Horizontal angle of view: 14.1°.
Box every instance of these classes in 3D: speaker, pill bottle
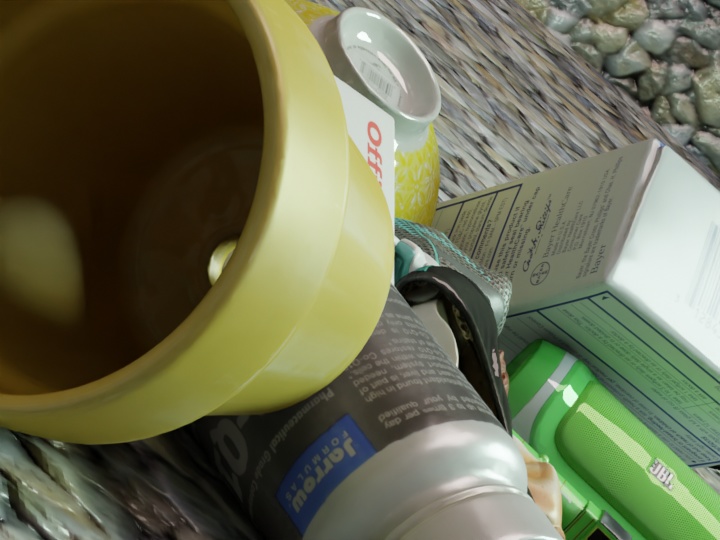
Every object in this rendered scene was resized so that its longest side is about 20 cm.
[{"bbox_3d":[0.150,0.132,1.652,0.200,0.088,0.088,43,12,-2],"label":"speaker"},{"bbox_3d":[0.002,0.082,1.264,0.114,0.114,0.200,28,19,-51],"label":"pill bottle"}]

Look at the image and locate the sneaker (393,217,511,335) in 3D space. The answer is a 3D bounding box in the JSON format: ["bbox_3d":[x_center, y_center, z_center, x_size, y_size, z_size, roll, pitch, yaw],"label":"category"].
[{"bbox_3d":[0.000,0.000,1.517,0.091,0.078,0.200,4,17,-40],"label":"sneaker"}]

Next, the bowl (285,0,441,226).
[{"bbox_3d":[-0.018,-0.086,1.654,0.200,0.108,0.201,34,35,-28],"label":"bowl"}]

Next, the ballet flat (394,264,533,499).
[{"bbox_3d":[0.042,0.091,1.348,0.068,0.068,0.201,47,28,-68],"label":"ballet flat"}]

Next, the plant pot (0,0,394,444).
[{"bbox_3d":[-0.080,-0.021,1.161,0.201,0.201,0.189,49,9,27],"label":"plant pot"}]

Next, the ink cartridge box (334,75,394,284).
[{"bbox_3d":[-0.072,-0.043,1.384,0.200,0.084,0.147,31,49,-43],"label":"ink cartridge box"}]

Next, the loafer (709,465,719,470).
[{"bbox_3d":[0.230,0.095,1.905,0.199,0.073,0.072,13,-8,20],"label":"loafer"}]

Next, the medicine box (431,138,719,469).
[{"bbox_3d":[0.151,0.030,1.722,0.182,0.103,0.199,37,-30,-28],"label":"medicine box"}]

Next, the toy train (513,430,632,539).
[{"bbox_3d":[0.108,0.144,1.540,0.200,0.056,0.042,44,12,-1],"label":"toy train"}]

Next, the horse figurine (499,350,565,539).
[{"bbox_3d":[0.050,0.095,1.459,0.132,0.050,0.200,7,33,-37],"label":"horse figurine"}]
